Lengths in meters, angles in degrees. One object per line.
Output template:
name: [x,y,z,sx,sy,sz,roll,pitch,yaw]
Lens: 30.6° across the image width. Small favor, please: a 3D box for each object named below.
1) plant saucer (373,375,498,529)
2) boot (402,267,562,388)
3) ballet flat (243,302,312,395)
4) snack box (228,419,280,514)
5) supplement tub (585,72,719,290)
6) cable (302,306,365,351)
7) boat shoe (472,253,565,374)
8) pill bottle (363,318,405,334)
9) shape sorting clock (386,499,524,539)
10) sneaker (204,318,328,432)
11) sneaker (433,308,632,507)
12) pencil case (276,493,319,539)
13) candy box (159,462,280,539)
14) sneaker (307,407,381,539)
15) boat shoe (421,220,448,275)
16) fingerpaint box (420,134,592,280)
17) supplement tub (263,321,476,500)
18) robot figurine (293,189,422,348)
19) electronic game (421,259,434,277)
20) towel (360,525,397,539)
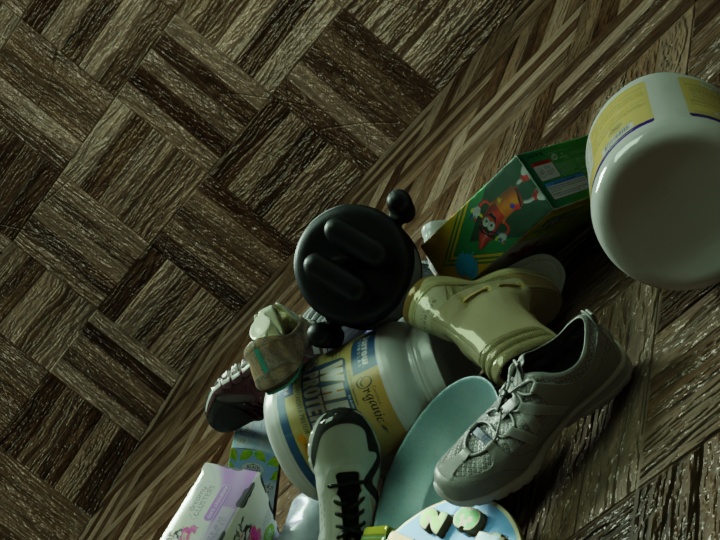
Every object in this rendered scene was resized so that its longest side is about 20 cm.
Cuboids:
plant saucer: [0.081,0.196,1.203,0.201,0.038,0.202,-50,22,28]
boot: [0.159,0.059,1.282,0.155,0.199,0.073,36,115,44]
ballet flat: [-0.085,0.071,1.381,0.068,0.068,0.200,-32,6,5]
snack box: [-0.136,0.288,1.628,0.169,0.067,0.202,-96,15,-78]
supplement tub: [0.266,-0.084,1.122,0.146,0.145,0.200,-47,9,22]
cable: [-0.023,0.125,1.642,0.200,0.069,0.201,-46,-39,-28]
boat shoe: [0.144,0.055,1.432,0.200,0.074,0.060,-51,4,16]
pill bottle: [0.031,0.134,1.544,0.201,0.112,0.112,-56,10,-30]
shape sorting clock: [0.051,0.266,1.043,0.200,0.039,0.201,-41,24,22]
sneaker: [-0.103,0.154,1.514,0.200,0.075,0.116,-45,47,28]
sneaker: [0.130,0.108,1.082,0.200,0.082,0.075,-42,35,-12]
pencil case: [-0.070,0.327,1.377,0.201,0.083,0.091,-60,-3,-46]
candy box: [-0.147,0.335,1.389,0.071,0.201,0.168,6,41,23]
sneaker: [-0.009,0.231,1.279,0.080,0.073,0.202,-115,19,-70]
boat shoe: [0.138,-0.033,1.532,0.199,0.069,0.072,-7,-19,-46]
fingerpaint box: [0.186,-0.065,1.416,0.199,0.074,0.167,-19,-19,-47]
supplement tub: [0.015,0.141,1.370,0.199,0.145,0.145,-27,17,18]
robot figurine: [0.002,0.000,1.371,0.149,0.126,0.200,-21,-9,7]
electronic game: [0.081,0.011,1.553,0.200,0.198,0.042,-106,30,-79]
towel: [-0.014,0.326,1.178,0.086,0.018,0.202,139,153,-72]
